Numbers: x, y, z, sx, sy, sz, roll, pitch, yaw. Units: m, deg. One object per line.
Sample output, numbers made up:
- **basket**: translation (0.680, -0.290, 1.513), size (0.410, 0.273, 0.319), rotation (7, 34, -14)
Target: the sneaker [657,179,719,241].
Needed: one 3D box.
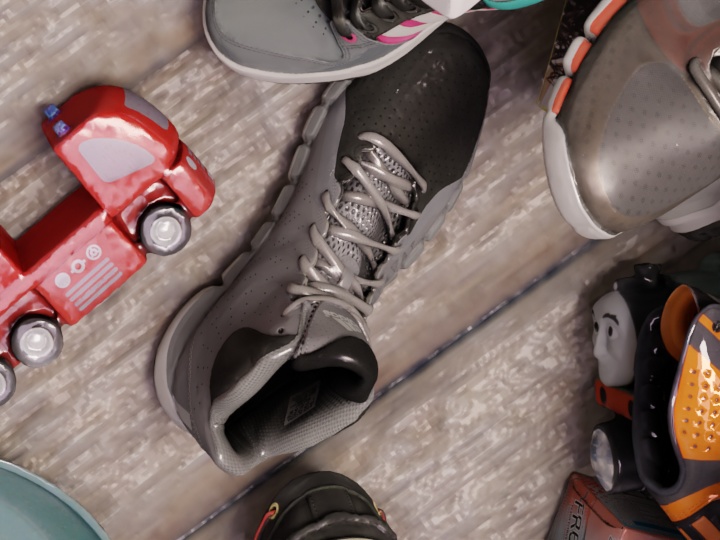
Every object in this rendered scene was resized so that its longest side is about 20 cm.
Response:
- **sneaker**: translation (0.163, -0.113, 0.830), size (0.076, 0.075, 0.201), rotation (28, 92, -12)

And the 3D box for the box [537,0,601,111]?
- **box**: translation (0.131, -0.150, 0.785), size (0.075, 0.050, 0.202), rotation (14, 92, 18)

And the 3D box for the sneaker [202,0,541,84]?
- **sneaker**: translation (0.021, -0.119, 0.727), size (0.199, 0.121, 0.084), rotation (-16, 83, 15)

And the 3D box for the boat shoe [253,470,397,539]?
- **boat shoe**: translation (-0.016, 0.179, 0.875), size (0.073, 0.063, 0.203), rotation (-4, 123, -13)

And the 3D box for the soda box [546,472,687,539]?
- **soda box**: translation (0.180, 0.154, 0.926), size (0.199, 0.064, 0.069), rotation (15, 103, -20)

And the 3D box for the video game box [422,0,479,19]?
- **video game box**: translation (0.025, -0.192, 0.674), size (0.200, 0.182, 0.047), rotation (-42, 153, -29)

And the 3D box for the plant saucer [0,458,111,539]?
- **plant saucer**: translation (-0.188, 0.160, 0.834), size (0.198, 0.036, 0.202), rotation (-5, 109, -16)

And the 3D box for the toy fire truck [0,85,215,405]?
- **toy fire truck**: translation (-0.170, -0.017, 0.774), size (0.200, 0.049, 0.141), rotation (-41, 113, -1)

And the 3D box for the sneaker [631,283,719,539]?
- **sneaker**: translation (0.184, 0.023, 0.810), size (0.112, 0.078, 0.201), rotation (37, 81, -8)

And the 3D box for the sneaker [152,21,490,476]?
- **sneaker**: translation (0.000, 0.000, 0.793), size (0.075, 0.116, 0.201), rotation (32, 97, -23)

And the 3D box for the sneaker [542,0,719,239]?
- **sneaker**: translation (0.148, -0.083, 0.711), size (0.200, 0.082, 0.077), rotation (-41, 117, -17)

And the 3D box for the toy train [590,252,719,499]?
- **toy train**: translation (0.192, 0.042, 0.888), size (0.198, 0.085, 0.115), rotation (-8, 98, -12)
